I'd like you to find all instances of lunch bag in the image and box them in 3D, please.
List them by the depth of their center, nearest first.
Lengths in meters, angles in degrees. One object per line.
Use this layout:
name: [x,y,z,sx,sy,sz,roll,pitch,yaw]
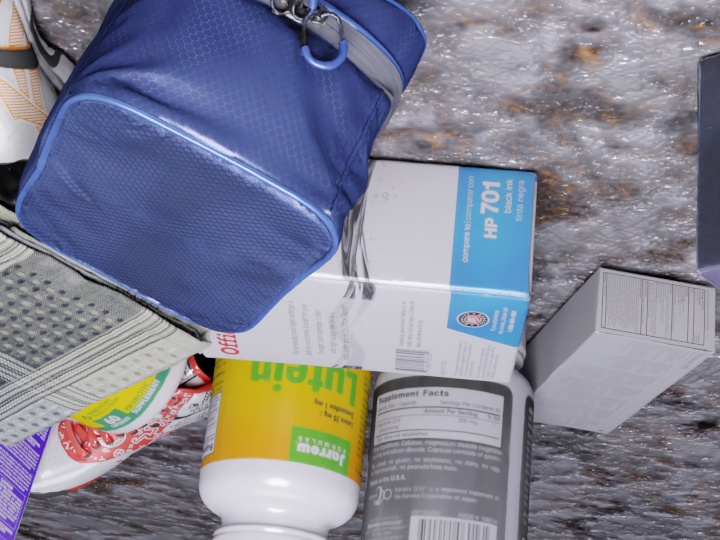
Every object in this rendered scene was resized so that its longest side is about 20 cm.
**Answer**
lunch bag: [-0.062,-0.075,0.694,0.135,0.133,0.200,29,152,-13]

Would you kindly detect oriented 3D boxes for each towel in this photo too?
towel: [-0.213,0.030,0.872,0.199,0.035,0.192,-25,139,32]

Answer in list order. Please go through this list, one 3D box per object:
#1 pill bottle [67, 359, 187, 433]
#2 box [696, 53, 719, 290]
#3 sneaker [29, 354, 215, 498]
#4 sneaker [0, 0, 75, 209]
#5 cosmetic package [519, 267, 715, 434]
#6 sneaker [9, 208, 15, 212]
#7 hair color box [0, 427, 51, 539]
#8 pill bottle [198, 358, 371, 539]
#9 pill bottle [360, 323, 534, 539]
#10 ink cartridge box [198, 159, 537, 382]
pill bottle: [-0.218,0.028,0.993,0.112,0.113,0.200,-15,149,40]
box: [0.292,-0.031,0.718,0.198,0.124,0.200,-12,151,39]
sneaker: [-0.174,0.099,1.128,0.200,0.067,0.108,-23,163,-16]
sneaker: [-0.191,-0.097,0.739,0.073,0.080,0.200,-1,155,19]
cosmetic package: [0.169,0.060,1.051,0.082,0.051,0.200,12,157,-8]
sneaker: [-0.217,-0.051,0.835,0.090,0.070,0.200,13,172,37]
hair color box: [-0.289,0.119,1.107,0.109,0.201,0.065,-5,141,24]
pill bottle: [-0.052,0.115,1.043,0.110,0.201,0.111,5,157,2]
pill bottle: [0.061,0.126,1.040,0.113,0.201,0.114,5,158,2]
ink cartridge box: [0.000,0.000,0.907,0.199,0.086,0.147,6,157,3]
